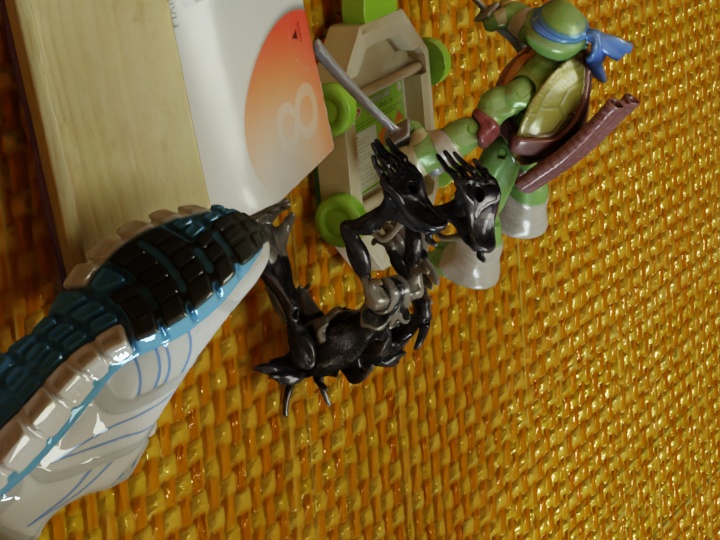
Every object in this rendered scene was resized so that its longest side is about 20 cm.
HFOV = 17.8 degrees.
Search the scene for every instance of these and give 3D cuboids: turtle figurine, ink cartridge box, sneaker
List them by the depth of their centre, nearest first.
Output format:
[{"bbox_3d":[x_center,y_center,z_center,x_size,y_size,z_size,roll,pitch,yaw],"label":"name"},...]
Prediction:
[{"bbox_3d":[-0.117,0.052,1.087,0.200,0.075,0.087,-41,136,-6],"label":"sneaker"},{"bbox_3d":[-0.086,-0.099,1.235,0.200,0.050,0.163,-51,136,-54],"label":"ink cartridge box"},{"bbox_3d":[0.065,-0.101,1.426,0.144,0.199,0.195,-91,-175,-50],"label":"turtle figurine"}]

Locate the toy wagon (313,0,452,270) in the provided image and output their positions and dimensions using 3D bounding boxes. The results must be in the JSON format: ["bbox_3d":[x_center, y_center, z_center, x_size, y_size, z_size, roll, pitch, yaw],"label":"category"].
[{"bbox_3d":[0.011,-0.106,1.441,0.155,0.039,0.201,-33,120,-59],"label":"toy wagon"}]

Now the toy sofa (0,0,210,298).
[{"bbox_3d":[-0.128,-0.081,1.122,0.083,0.098,0.201,-19,115,-21],"label":"toy sofa"}]

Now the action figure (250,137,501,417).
[{"bbox_3d":[0.000,0.000,1.339,0.118,0.200,0.102,-3,57,-36],"label":"action figure"}]
